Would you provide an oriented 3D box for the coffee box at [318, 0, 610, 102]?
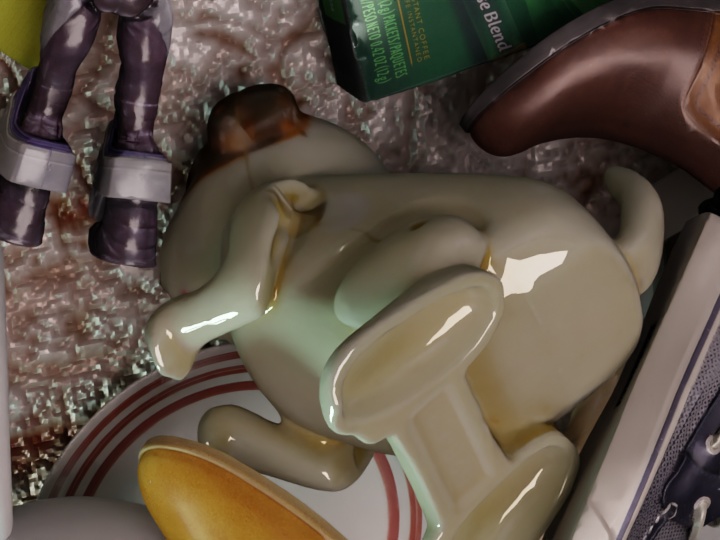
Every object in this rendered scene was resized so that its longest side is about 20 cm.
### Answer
[{"bbox_3d":[0.073,-0.159,1.068,0.199,0.044,0.124,-19,114,-15],"label":"coffee box"}]

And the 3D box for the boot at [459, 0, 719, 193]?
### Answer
[{"bbox_3d":[0.157,-0.018,1.062,0.187,0.068,0.201,-18,79,-21],"label":"boot"}]

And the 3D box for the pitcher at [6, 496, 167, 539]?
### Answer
[{"bbox_3d":[-0.153,0.182,1.019,0.199,0.172,0.122,-16,139,-2],"label":"pitcher"}]

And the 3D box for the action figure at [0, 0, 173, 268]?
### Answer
[{"bbox_3d":[-0.096,-0.106,0.996,0.129,0.069,0.201,12,106,-17],"label":"action figure"}]

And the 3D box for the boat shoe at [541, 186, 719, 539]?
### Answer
[{"bbox_3d":[0.135,0.075,0.986,0.092,0.075,0.201,25,85,-2],"label":"boat shoe"}]

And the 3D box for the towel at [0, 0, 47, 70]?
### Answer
[{"bbox_3d":[-0.175,-0.157,0.989,0.200,0.018,0.086,33,101,-29],"label":"towel"}]

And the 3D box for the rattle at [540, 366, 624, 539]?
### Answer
[{"bbox_3d":[0.110,0.085,1.121,0.130,0.142,0.201,-37,114,-41],"label":"rattle"}]

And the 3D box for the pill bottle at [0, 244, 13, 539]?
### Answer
[{"bbox_3d":[-0.232,0.048,0.976,0.199,0.120,0.120,-2,111,-8],"label":"pill bottle"}]

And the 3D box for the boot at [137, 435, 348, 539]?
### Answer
[{"bbox_3d":[-0.041,0.173,0.961,0.201,0.071,0.144,44,62,-8],"label":"boot"}]

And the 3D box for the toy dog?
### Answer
[{"bbox_3d":[0.000,0.000,1.010,0.194,0.200,0.140,-50,133,-12],"label":"toy dog"}]

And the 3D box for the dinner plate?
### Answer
[{"bbox_3d":[-0.054,0.121,1.136,0.199,0.024,0.201,-8,113,-18],"label":"dinner plate"}]

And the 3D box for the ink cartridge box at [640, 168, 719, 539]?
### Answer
[{"bbox_3d":[0.183,0.022,1.127,0.116,0.201,0.068,18,147,-33],"label":"ink cartridge box"}]
